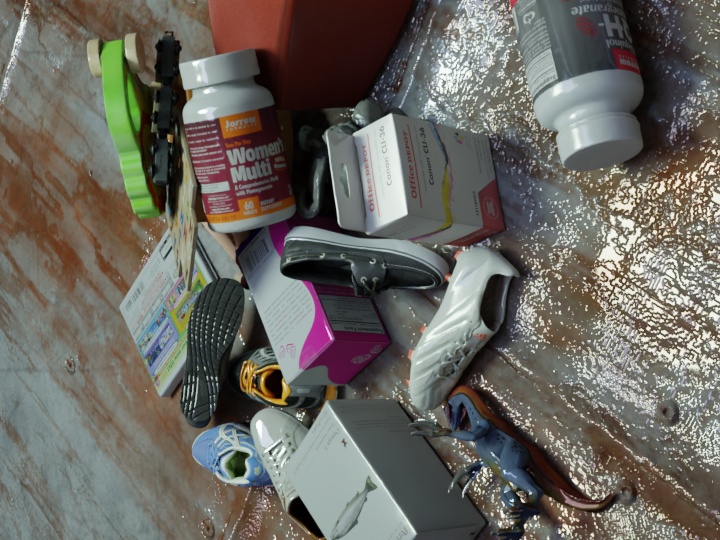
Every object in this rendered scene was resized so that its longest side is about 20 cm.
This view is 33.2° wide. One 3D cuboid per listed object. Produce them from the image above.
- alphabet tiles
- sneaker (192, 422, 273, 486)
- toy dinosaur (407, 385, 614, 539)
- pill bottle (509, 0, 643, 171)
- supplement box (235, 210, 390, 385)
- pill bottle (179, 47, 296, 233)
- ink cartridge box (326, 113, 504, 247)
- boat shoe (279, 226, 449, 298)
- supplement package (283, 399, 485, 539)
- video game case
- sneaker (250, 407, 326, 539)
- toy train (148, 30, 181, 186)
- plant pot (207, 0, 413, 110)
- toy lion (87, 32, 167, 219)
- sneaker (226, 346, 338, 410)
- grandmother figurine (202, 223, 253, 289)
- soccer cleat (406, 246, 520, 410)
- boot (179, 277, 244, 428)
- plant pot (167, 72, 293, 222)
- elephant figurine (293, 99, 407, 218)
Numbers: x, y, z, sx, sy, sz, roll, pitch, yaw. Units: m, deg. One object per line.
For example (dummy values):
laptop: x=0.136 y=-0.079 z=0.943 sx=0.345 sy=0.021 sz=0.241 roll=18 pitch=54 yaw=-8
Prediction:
alphabet tiles: x=-0.221 y=-0.076 z=1.493 sx=0.200 sy=0.008 sz=0.168 roll=-109 pitch=25 yaw=-47
sneaker: x=-0.168 y=0.244 z=1.606 sx=0.199 sy=0.077 sz=0.076 roll=-1 pitch=87 yaw=48
toy dinosaur: x=0.152 y=0.199 z=1.297 sx=0.105 sy=0.199 sz=0.182 roll=87 pitch=179 yaw=-49
pill bottle: x=0.220 y=-0.207 z=1.210 sx=0.110 sy=0.110 sz=0.201 roll=-25 pitch=69 yaw=43
supplement box: x=-0.061 y=0.032 z=1.493 sx=0.101 sy=0.103 sz=0.201 roll=-43 pitch=55 yaw=34
pill bottle: x=-0.146 y=-0.152 z=1.415 sx=0.109 sy=0.109 sz=0.201 roll=0 pitch=107 yaw=47
ink cartridge box: x=0.061 y=-0.097 z=1.304 sx=0.067 sy=0.199 sz=0.117 roll=-23 pitch=70 yaw=43
boat shoe: x=0.000 y=0.000 z=1.394 sx=0.199 sy=0.070 sz=0.066 roll=14 pitch=58 yaw=10
supplement package: x=0.024 y=0.256 z=1.370 sx=0.200 sy=0.117 sz=0.117 roll=51 pitch=121 yaw=36
video game case: x=-0.276 y=0.053 z=1.778 sx=0.200 sy=0.022 sz=0.182 roll=-53 pitch=52 yaw=29
sneaker: x=-0.076 y=0.247 z=1.475 sx=0.073 sy=0.085 sz=0.200 roll=-41 pitch=69 yaw=7
toy train: x=-0.240 y=-0.200 z=1.492 sx=0.046 sy=0.034 sz=0.201 roll=113 pitch=159 yaw=-74
plant pot: x=-0.075 y=-0.304 z=1.486 sx=0.200 sy=0.199 sz=0.177 roll=38 pitch=125 yaw=42
toy lion: x=-0.281 y=-0.168 z=1.511 sx=0.068 sy=0.200 sz=0.193 roll=-8 pitch=71 yaw=3
sneaker: x=-0.117 y=0.139 z=1.561 sx=0.199 sy=0.077 sz=0.079 roll=0 pitch=88 yaw=49
grandmother figurine: x=-0.154 y=-0.023 z=1.628 sx=0.200 sy=0.060 sz=0.122 roll=54 pitch=152 yaw=37
soccer cleat: x=0.111 y=0.071 z=1.334 sx=0.077 sy=0.069 sz=0.201 roll=31 pitch=106 yaw=40
boot: x=-0.209 y=0.112 z=1.646 sx=0.132 sy=0.069 sz=0.201 roll=131 pitch=156 yaw=-79
plant pot: x=-0.169 y=-0.162 z=1.566 sx=0.200 sy=0.139 sz=0.201 roll=178 pitch=90 yaw=-73
elephant figurine: x=-0.016 y=-0.111 z=1.460 sx=0.200 sy=0.142 sz=0.155 roll=-26 pitch=24 yaw=52
